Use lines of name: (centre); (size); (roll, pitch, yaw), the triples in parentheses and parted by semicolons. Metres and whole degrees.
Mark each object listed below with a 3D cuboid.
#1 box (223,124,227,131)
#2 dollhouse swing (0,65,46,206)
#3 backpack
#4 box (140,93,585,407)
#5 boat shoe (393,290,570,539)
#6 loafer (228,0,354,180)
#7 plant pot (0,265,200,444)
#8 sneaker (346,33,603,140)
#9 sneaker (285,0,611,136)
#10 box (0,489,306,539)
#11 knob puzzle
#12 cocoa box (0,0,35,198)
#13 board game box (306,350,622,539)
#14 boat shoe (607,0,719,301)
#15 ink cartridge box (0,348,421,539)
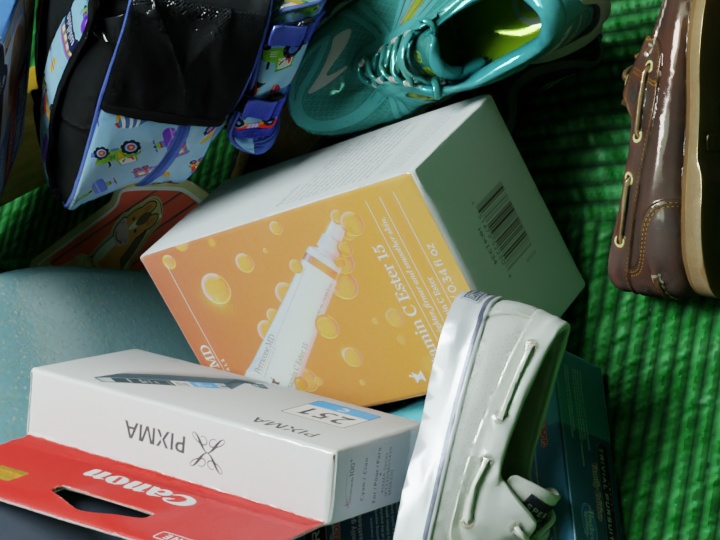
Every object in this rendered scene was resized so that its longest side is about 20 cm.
box: (-0.066, -0.217, 1.272); (0.200, 0.050, 0.199); (-51, 35, 18)
dollhouse swing: (-0.250, -0.017, 1.355); (0.200, 0.176, 0.182); (112, 142, -68)
backpack: (-0.112, -0.131, 1.131); (0.183, 0.134, 0.200); (-102, 25, -42)
box: (0.000, 0.000, 1.115); (0.200, 0.125, 0.097); (-16, 19, 39)
boat shoe: (0.062, 0.113, 0.998); (0.070, 0.071, 0.200); (12, 88, 19)
loafer: (-0.017, -0.109, 1.185); (0.073, 0.072, 0.200); (49, 137, 24)
plant pot: (-0.214, 0.112, 1.213); (0.196, 0.200, 0.196); (-37, 59, 25)
sneaker: (0.065, -0.075, 1.161); (0.200, 0.071, 0.083); (-37, 70, 23)
sneaker: (0.036, -0.122, 1.082); (0.200, 0.080, 0.078); (-20, 101, 32)
box: (-0.142, 0.205, 1.078); (0.182, 0.200, 0.104); (114, 150, -48)
knob puzzle: (-0.152, 0.019, 1.342); (0.219, 0.030, 0.220); (-21, 58, 36)
cocoa box: (-0.268, -0.097, 1.159); (0.200, 0.133, 0.131); (110, 175, -57)
board game box: (0.045, 0.145, 1.082); (0.200, 0.047, 0.151); (-24, 57, 35)
boat shoe: (0.164, -0.085, 1.042); (0.070, 0.070, 0.200); (4, 83, 41)
ink cartridge box: (-0.095, 0.091, 1.046); (0.200, 0.176, 0.045); (12, 102, 30)
